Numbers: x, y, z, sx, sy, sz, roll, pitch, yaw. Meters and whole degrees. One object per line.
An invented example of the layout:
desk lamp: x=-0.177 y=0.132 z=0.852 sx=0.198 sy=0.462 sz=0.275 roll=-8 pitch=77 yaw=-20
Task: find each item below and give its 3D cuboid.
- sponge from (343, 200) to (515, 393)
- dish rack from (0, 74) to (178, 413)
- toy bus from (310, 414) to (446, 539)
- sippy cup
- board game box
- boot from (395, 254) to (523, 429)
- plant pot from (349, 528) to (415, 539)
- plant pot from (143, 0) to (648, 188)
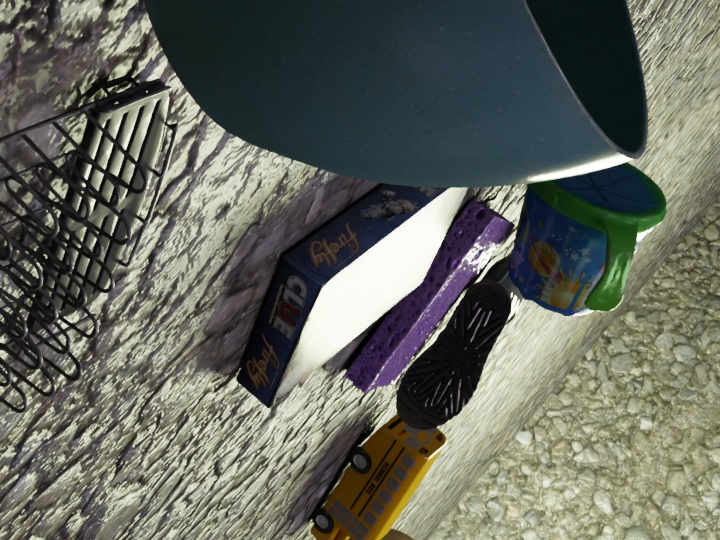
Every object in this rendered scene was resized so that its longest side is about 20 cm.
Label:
sponge: x=0.065 y=0.026 z=1.232 sx=0.201 sy=0.030 sz=0.112 roll=-54 pitch=166 yaw=7
dish rack: x=-0.140 y=0.008 z=0.524 sx=0.200 sy=0.054 sz=0.154 roll=-34 pitch=158 yaw=-50
toy bus: x=0.017 y=0.247 z=1.519 sx=0.065 sy=0.078 sz=0.201 roll=-30 pitch=154 yaw=-53
sippy cup: x=0.206 y=-0.033 z=1.266 sx=0.178 sy=0.139 sz=0.131 roll=-42 pitch=154 yaw=-57
board game box: x=0.000 y=0.000 z=0.964 sx=0.200 sy=0.035 sz=0.136 roll=-38 pitch=160 yaw=-42
boot: x=0.111 y=0.068 z=1.368 sx=0.182 sy=0.072 sz=0.200 roll=-52 pitch=-179 yaw=11
plant pot: x=-0.021 y=0.437 z=1.721 sx=0.187 sy=0.187 sz=0.199 roll=-55 pitch=150 yaw=16
plant pot: x=0.002 y=-0.112 z=0.463 sx=0.134 sy=0.202 sz=0.200 roll=-19 pitch=177 yaw=23
